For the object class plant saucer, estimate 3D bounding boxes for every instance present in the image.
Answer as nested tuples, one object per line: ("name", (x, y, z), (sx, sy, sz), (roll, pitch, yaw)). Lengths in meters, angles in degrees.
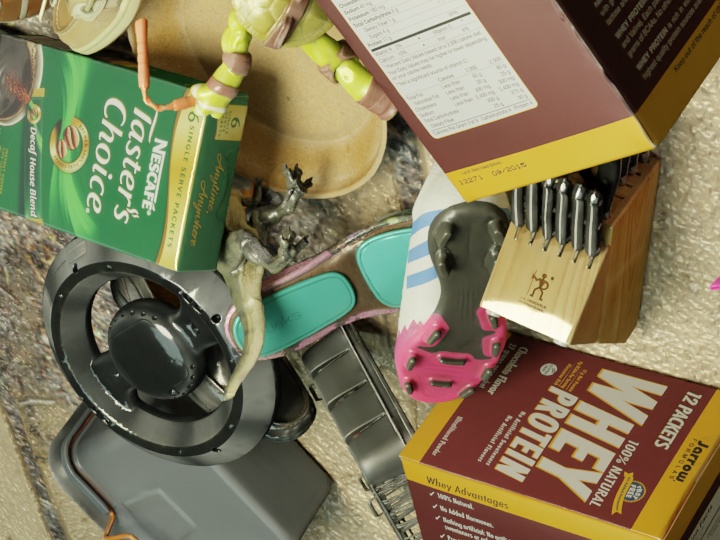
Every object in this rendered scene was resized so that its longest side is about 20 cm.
("plant saucer", (-0.061, -0.135, 1.390), (0.200, 0.035, 0.200), (24, 143, 20))

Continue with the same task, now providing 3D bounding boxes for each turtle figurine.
("turtle figurine", (-0.033, -0.165, 1.259), (0.161, 0.200, 0.064), (23, -178, -19))

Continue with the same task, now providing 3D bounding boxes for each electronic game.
("electronic game", (-0.145, 0.056, 1.541), (0.200, 0.042, 0.200), (16, 127, 23))

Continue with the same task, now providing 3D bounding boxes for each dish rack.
("dish rack", (0.024, 0.147, 1.558), (0.200, 0.055, 0.153), (64, 178, -42))

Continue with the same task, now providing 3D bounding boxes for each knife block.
("knife block", (0.144, -0.045, 1.303), (0.064, 0.176, 0.200), (24, -173, 20))

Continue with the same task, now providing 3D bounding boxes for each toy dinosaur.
("toy dinosaur", (-0.072, -0.019, 1.404), (0.088, 0.200, 0.047), (-33, 146, 30))

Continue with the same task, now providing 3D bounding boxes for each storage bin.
("storage bin", (-0.131, 0.168, 1.711), (0.200, 0.146, 0.134), (47, 134, -12))

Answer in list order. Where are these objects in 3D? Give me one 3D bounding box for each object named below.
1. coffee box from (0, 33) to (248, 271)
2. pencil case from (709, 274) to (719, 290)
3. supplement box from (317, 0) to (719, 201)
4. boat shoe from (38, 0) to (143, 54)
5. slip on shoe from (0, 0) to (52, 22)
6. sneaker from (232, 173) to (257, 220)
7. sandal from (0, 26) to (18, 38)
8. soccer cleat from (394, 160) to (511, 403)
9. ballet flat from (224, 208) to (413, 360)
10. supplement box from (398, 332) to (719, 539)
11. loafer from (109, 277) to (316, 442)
("coffee box", (-0.170, -0.081, 1.421), (0.200, 0.044, 0.123), (20, 102, 34))
("pencil case", (0.248, -0.043, 1.184), (0.088, 0.088, 0.200), (25, 141, 19))
("supplement box", (0.087, -0.182, 1.057), (0.133, 0.197, 0.200), (-15, 120, 48))
("boat shoe", (-0.162, -0.209, 1.342), (0.063, 0.073, 0.200), (6, 146, -26))
("slip on shoe", (-0.222, -0.235, 1.407), (0.200, 0.076, 0.061), (118, 139, -62))
("sneaker", (-0.159, -0.053, 1.536), (0.200, 0.078, 0.077), (16, 147, 30))
("sandal", (-0.218, -0.124, 1.507), (0.200, 0.045, 0.075), (20, 101, 27))
("soccer cleat", (0.062, 0.001, 1.367), (0.070, 0.086, 0.200), (2, 138, -7))
("ballet flat", (0.000, 0.000, 1.437), (0.200, 0.071, 0.069), (-23, 113, 10))
("supplement box", (0.157, 0.175, 1.457), (0.197, 0.133, 0.200), (15, 138, 30))
("loafer", (-0.112, 0.047, 1.577), (0.200, 0.073, 0.072), (40, 155, 16))
